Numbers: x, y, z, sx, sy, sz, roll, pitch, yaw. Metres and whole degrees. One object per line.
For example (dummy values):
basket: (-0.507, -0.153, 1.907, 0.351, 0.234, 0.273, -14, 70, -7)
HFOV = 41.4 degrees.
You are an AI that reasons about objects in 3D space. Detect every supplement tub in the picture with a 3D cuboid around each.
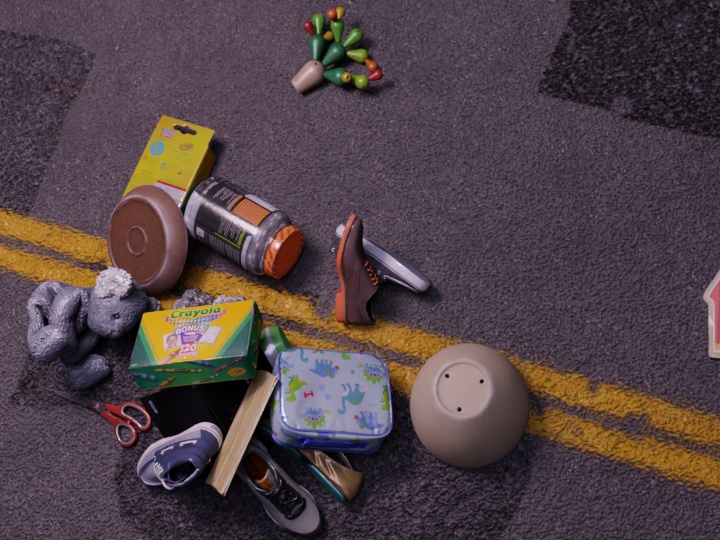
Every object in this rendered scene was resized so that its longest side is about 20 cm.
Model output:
supplement tub: (-0.207, -0.074, 1.700, 0.198, 0.123, 0.123, 30, 79, 20)

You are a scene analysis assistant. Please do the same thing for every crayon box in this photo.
crayon box: (-0.262, 0.120, 1.537, 0.197, 0.059, 0.120, -7, 44, 9)
crayon box: (-0.358, -0.184, 1.809, 0.125, 0.051, 0.202, 19, 76, 18)

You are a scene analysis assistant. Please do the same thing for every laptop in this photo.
laptop: (-0.232, 0.234, 1.601, 0.199, 0.103, 0.179, -36, 110, -23)

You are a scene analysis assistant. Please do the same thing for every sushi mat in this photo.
sushi mat: (-0.188, 0.254, 1.512, 0.012, 0.095, 0.202, 28, 80, -21)

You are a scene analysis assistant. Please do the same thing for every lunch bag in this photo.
lunch bag: (-0.050, 0.214, 1.543, 0.197, 0.083, 0.163, 6, 54, -16)

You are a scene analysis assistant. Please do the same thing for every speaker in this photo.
speaker: (-0.213, 0.172, 1.635, 0.198, 0.089, 0.089, -27, 68, 2)

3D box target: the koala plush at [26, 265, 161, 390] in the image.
koala plush: (-0.465, 0.073, 1.682, 0.198, 0.178, 0.186, -25, 57, 6)

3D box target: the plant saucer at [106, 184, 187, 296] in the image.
plant saucer: (-0.396, -0.054, 1.729, 0.198, 0.034, 0.204, 2, 93, 34)

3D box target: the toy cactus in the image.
toy cactus: (-0.061, -0.400, 1.810, 0.164, 0.102, 0.201, -38, 76, 7)

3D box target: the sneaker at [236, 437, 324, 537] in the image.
sneaker: (-0.137, 0.357, 1.536, 0.074, 0.079, 0.200, -44, 96, -8)

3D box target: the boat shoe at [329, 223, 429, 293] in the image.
boat shoe: (0.028, -0.006, 1.662, 0.199, 0.070, 0.067, 33, 99, 17)

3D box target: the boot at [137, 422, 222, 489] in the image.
boot: (-0.314, 0.321, 1.560, 0.199, 0.091, 0.073, -36, 103, 31)

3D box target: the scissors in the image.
scissors: (-0.458, 0.241, 1.703, 0.198, 0.014, 0.074, 31, 82, 21)

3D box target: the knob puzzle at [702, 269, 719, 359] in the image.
knob puzzle: (0.653, 0.047, 1.527, 0.216, 0.030, 0.223, -4, 70, 11)

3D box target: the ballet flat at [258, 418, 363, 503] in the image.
ballet flat: (-0.079, 0.297, 1.568, 0.199, 0.069, 0.063, 41, 69, 4)

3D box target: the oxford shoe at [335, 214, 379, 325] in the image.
oxford shoe: (0.000, 0.000, 1.616, 0.071, 0.203, 0.071, 9, 31, 13)

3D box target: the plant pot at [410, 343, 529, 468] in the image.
plant pot: (0.168, 0.203, 1.518, 0.197, 0.135, 0.204, -4, 70, 11)

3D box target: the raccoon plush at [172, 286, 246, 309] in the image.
raccoon plush: (-0.270, 0.119, 1.635, 0.133, 0.097, 0.202, 16, 70, 46)
